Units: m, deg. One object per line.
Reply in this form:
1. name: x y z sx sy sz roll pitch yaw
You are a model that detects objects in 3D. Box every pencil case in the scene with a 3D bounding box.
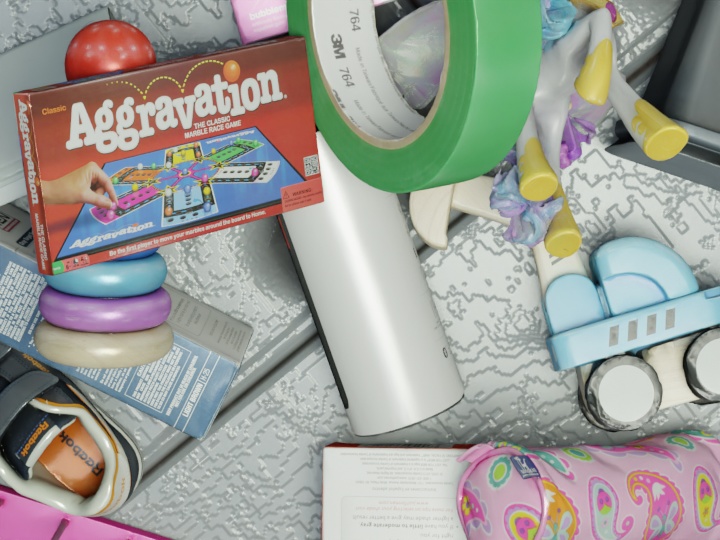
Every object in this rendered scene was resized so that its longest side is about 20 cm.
1. pencil case: 0.150 0.143 1.339 0.199 0.087 0.088 1 101 -40

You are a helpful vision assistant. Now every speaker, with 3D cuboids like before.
1. speaker: 0.000 0.000 1.372 0.081 0.081 0.201 -19 98 3

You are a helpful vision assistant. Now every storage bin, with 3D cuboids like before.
1. storage bin: 0.273 -0.111 1.327 0.199 0.146 0.135 17 89 -6

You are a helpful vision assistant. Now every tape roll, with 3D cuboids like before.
1. tape roll: 0.027 -0.147 1.228 0.048 0.200 0.202 -12 100 -31

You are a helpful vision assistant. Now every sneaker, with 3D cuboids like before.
1. sneaker: -0.228 0.086 1.389 0.199 0.079 0.079 36 98 -3

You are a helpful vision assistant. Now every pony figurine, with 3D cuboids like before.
1. pony figurine: 0.113 -0.113 1.280 0.166 0.201 0.193 18 136 -26

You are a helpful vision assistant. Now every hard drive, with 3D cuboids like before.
1. hard drive: -0.238 -0.086 1.341 0.199 0.132 0.026 -24 131 4

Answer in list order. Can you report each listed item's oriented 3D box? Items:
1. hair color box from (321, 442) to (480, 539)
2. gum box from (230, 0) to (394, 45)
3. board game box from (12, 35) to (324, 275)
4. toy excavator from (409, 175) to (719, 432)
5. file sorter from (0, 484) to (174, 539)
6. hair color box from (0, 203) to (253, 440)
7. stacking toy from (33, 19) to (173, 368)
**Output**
1. hair color box: 0.031 0.215 1.393 0.110 0.064 0.202 1 88 7
2. gum box: 0.005 -0.227 1.344 0.199 0.066 0.114 -16 100 2
3. board game box: -0.107 -0.070 1.232 0.199 0.019 0.104 -17 105 -39
4. toy excavator: 0.144 0.007 1.375 0.193 0.100 0.201 -16 85 1
5. file sorter: -0.174 0.248 1.387 0.199 0.125 0.140 18 98 -2
6. hair color box: -0.173 0.029 1.367 0.199 0.100 0.061 27 101 -3
7. stacking toy: -0.152 -0.048 1.257 0.085 0.085 0.202 2 101 0
